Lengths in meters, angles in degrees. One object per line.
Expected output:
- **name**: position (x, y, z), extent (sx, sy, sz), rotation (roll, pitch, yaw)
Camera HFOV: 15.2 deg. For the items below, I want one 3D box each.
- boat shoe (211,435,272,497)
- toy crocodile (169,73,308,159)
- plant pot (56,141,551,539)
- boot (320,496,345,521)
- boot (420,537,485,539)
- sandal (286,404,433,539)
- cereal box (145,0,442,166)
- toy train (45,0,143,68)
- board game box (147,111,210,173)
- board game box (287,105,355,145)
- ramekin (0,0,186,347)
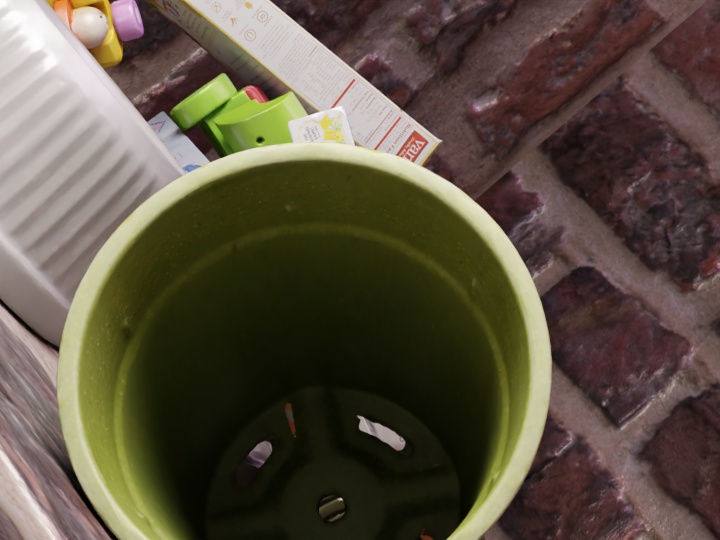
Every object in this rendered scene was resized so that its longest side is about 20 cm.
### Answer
- **boat shoe**: position (-0.062, 0.083, 1.362), extent (0.057, 0.067, 0.200), rotation (18, 12, -6)
- **toy crocodile**: position (-0.072, -0.087, 1.640), extent (0.068, 0.062, 0.200), rotation (55, -4, -5)
- **plant pot**: position (-0.019, 0.075, 1.164), extent (0.200, 0.200, 0.190), rotation (50, -12, 19)
- **boot**: position (-0.027, 0.144, 1.508), extent (0.176, 0.066, 0.200), rotation (57, -5, -32)
- **boot**: position (0.092, 0.201, 1.541), extent (0.075, 0.096, 0.201), rotation (36, -37, 59)
- **sandal**: position (-0.002, 0.083, 1.411), extent (0.079, 0.059, 0.207), rotation (17, -40, 53)
- **cereal box**: position (-0.046, -0.125, 1.652), extent (0.200, 0.040, 0.144), rotation (39, -5, -7)
- **toy train**: position (-0.205, -0.117, 1.464), extent (0.200, 0.150, 0.056), rotation (41, 21, -27)
- **board game box**: position (-0.063, 0.013, 1.605), extent (0.201, 0.041, 0.200), rotation (57, -4, -18)
- **board game box**: position (0.000, 0.000, 1.581), extent (0.200, 0.034, 0.135), rotation (73, 2, -74)
- **ramekin**: position (-0.173, -0.070, 1.353), extent (0.200, 0.105, 0.200), rotation (50, 0, 0)
